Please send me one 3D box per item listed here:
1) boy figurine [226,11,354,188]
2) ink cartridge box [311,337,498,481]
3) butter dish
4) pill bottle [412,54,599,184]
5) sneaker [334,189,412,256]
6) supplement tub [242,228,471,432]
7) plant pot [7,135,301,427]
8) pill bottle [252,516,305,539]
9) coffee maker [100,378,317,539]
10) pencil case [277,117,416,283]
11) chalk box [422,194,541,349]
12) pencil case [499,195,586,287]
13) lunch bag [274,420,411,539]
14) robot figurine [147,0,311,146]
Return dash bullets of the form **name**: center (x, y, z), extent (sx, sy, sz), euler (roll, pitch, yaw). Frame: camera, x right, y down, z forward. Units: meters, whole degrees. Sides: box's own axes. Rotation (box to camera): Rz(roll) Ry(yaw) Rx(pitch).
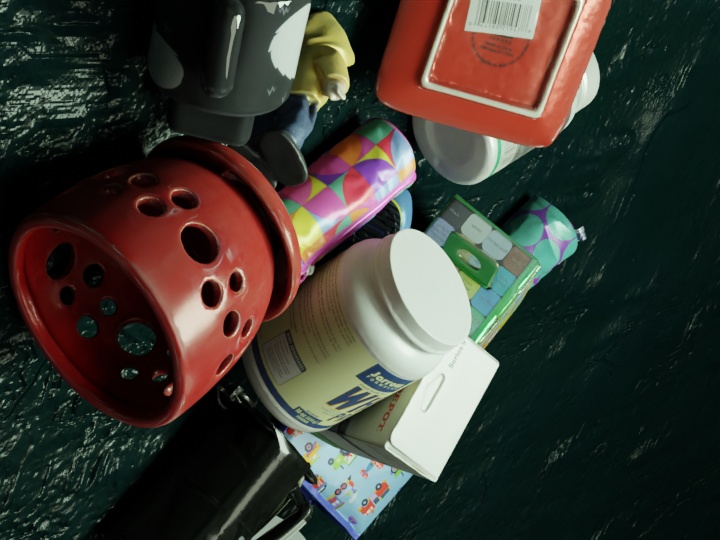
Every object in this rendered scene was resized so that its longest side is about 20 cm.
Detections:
- **boy figurine**: center (-0.060, -0.154, 1.450), extent (0.065, 0.123, 0.201), euler (56, 34, -29)
- **ink cartridge box**: center (0.031, 0.125, 1.725), extent (0.084, 0.199, 0.147), euler (37, 76, -30)
- **butter dish**: center (0.122, -0.248, 1.602), extent (0.198, 0.148, 0.201), euler (13, 115, -15)
- **pill bottle**: center (0.157, -0.179, 1.738), extent (0.199, 0.113, 0.114), euler (-32, 143, -37)
- **sneaker**: center (0.000, 0.000, 1.728), extent (0.201, 0.066, 0.078), euler (-62, 170, 20)
- **supplement tub**: center (-0.005, 0.058, 1.617), extent (0.199, 0.146, 0.144), euler (-30, 164, 31)
- **plant pot**: center (-0.161, -0.003, 1.356), extent (0.182, 0.199, 0.202), euler (-41, 148, -36)
- **pill bottle**: center (-0.141, 0.374, 1.827), extent (0.114, 0.114, 0.202), euler (6, 114, -57)
- **coffee maker**: center (-0.164, 0.229, 1.667), extent (0.200, 0.134, 0.192), euler (-50, 127, -14)
- **pencil case**: center (-0.029, -0.062, 1.604), extent (0.200, 0.088, 0.089), euler (-44, 148, -24)
- **chalk box**: center (0.106, 0.015, 1.776), extent (0.124, 0.124, 0.200), euler (-49, 171, -13)
- **pencil case**: center (0.176, 0.003, 1.971), extent (0.200, 0.085, 0.093), euler (-43, 119, -22)
- **lunch bag**: center (-0.021, 0.184, 1.865), extent (0.151, 0.094, 0.200), euler (-47, 138, -12)
- **robot figurine**: center (-0.101, -0.203, 1.316), extent (0.124, 0.150, 0.202), euler (-10, 128, -36)
